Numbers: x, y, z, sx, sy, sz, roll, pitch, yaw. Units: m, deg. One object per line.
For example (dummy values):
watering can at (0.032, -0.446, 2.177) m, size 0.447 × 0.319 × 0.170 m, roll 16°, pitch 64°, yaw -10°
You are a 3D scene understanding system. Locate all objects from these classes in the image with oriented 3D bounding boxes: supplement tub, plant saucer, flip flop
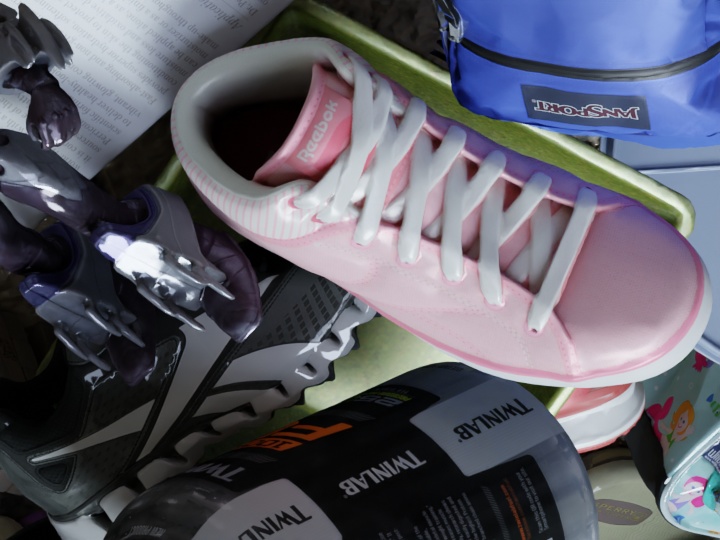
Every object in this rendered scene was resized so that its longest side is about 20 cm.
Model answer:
supplement tub at (-0.014, 0.118, 0.957) m, size 0.200 × 0.122 × 0.123 m, roll -22°, pitch 145°, yaw -43°
plant saucer at (0.000, 0.000, 1.041) m, size 0.199 × 0.048 × 0.200 m, roll 26°, pitch 113°, yaw -20°
flip flop at (0.175, 0.138, 1.314) m, size 0.199 × 0.058 × 0.081 m, roll 16°, pitch 123°, yaw -39°

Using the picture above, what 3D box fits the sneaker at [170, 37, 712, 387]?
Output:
sneaker at (0.022, -0.021, 0.888) m, size 0.076 × 0.199 × 0.105 m, roll -65°, pitch 162°, yaw -9°

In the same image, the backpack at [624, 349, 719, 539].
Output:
backpack at (0.238, 0.054, 1.202) m, size 0.177 × 0.151 × 0.200 m, roll 22°, pitch 115°, yaw -40°

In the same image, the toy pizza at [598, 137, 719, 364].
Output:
toy pizza at (0.199, -0.049, 1.088) m, size 0.199 × 0.032 × 0.201 m, roll 0°, pitch 101°, yaw -1°

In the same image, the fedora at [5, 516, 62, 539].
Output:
fedora at (-0.063, 0.158, 1.047) m, size 0.200 × 0.201 × 0.092 m, roll 0°, pitch 148°, yaw -28°

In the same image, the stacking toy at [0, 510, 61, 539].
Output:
stacking toy at (-0.075, 0.131, 1.169) m, size 0.199 × 0.085 × 0.086 m, roll -13°, pitch 138°, yaw -26°

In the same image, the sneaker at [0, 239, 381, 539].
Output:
sneaker at (-0.069, 0.023, 0.979) m, size 0.200 × 0.067 × 0.090 m, roll -40°, pitch 117°, yaw 16°

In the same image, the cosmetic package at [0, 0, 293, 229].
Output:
cosmetic package at (-0.111, -0.096, 0.907) m, size 0.200 × 0.071 × 0.101 m, roll -40°, pitch 137°, yaw 14°

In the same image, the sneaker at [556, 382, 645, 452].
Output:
sneaker at (0.023, 0.035, 1.136) m, size 0.199 × 0.078 × 0.116 m, roll -17°, pitch 120°, yaw -10°

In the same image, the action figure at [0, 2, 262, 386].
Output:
action figure at (-0.127, -0.028, 0.864) m, size 0.130 × 0.070 × 0.200 m, roll -36°, pitch 134°, yaw 25°

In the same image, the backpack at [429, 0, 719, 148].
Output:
backpack at (0.088, -0.126, 0.904) m, size 0.162 × 0.168 × 0.200 m, roll 11°, pitch 149°, yaw 18°

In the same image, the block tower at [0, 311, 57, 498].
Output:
block tower at (-0.189, 0.037, 1.018) m, size 0.199 × 0.054 × 0.058 m, roll 18°, pitch 121°, yaw -41°
